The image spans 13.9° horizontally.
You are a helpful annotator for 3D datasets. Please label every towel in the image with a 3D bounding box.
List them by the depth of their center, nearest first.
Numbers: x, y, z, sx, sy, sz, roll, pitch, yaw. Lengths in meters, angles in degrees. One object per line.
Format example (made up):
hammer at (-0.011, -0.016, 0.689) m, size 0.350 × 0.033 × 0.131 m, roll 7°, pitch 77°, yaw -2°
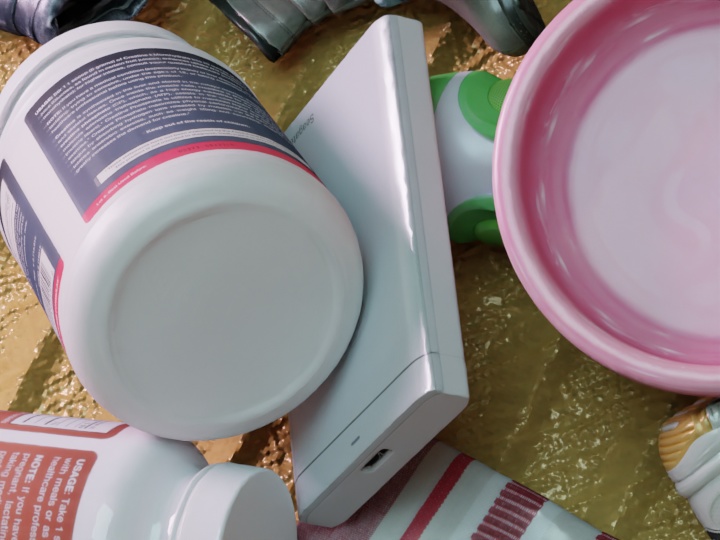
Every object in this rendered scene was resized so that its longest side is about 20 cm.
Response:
towel at (0.050, 0.166, 1.340) m, size 0.200 × 0.023 × 0.144 m, roll 28°, pitch 76°, yaw 25°

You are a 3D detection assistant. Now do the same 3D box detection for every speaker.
speaker at (0.122, -0.044, 1.379) m, size 0.199 × 0.088 × 0.089 m, roll 9°, pitch 69°, yaw 20°

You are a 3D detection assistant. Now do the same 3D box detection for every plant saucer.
plant saucer at (0.160, -0.042, 1.291) m, size 0.200 × 0.051 × 0.201 m, roll -3°, pitch 79°, yaw 13°

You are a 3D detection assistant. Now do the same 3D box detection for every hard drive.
hard drive at (0.000, 0.000, 1.364) m, size 0.027 × 0.132 × 0.200 m, roll 11°, pitch 55°, yaw -25°

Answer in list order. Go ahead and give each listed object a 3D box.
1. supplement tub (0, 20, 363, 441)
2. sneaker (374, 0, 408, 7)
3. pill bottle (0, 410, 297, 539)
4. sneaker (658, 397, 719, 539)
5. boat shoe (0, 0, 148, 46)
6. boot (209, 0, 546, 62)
supplement tub at (-0.092, -0.023, 1.369) m, size 0.140 × 0.140 × 0.200 m, roll -35°, pitch 33°, yaw -1°
sneaker at (-0.017, -0.202, 1.436) m, size 0.086 × 0.078 × 0.200 m, roll -44°, pitch 51°, yaw 0°
pill bottle at (-0.136, 0.124, 1.356) m, size 0.199 × 0.112 × 0.112 m, roll 5°, pitch 67°, yaw 25°
sneaker at (0.233, 0.065, 1.314) m, size 0.200 × 0.076 × 0.088 m, roll -28°, pitch 90°, yaw -7°
boat shoe at (-0.121, -0.188, 1.515) m, size 0.091 × 0.071 × 0.200 m, roll 27°, pitch 65°, yaw 32°
boot at (0.000, -0.144, 1.483) m, size 0.131 × 0.068 × 0.200 m, roll -38°, pitch 53°, yaw 2°
